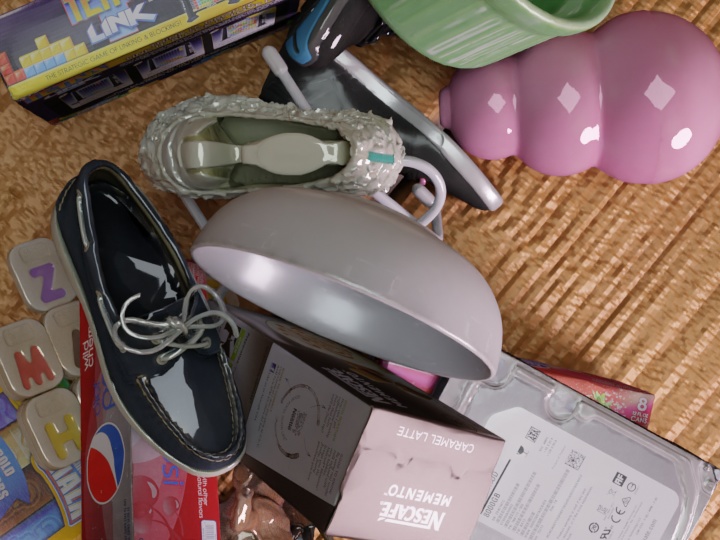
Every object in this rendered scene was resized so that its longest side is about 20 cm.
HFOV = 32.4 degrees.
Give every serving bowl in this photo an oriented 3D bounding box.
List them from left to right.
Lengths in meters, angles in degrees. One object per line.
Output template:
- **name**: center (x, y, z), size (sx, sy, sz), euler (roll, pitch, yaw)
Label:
- **serving bowl**: center (0.000, 0.000, 0.760), size (0.199, 0.200, 0.066), euler (24, 78, -5)

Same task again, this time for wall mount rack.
- **wall mount rack**: center (-0.044, -0.047, 0.854), size (0.200, 0.075, 0.174), euler (-37, 122, 25)

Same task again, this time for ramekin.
- **ramekin**: center (0.074, -0.233, 0.821), size (0.200, 0.098, 0.201), euler (21, 59, -39)

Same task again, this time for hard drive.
- **hard drive**: center (0.126, 0.148, 0.838), size (0.199, 0.038, 0.140), euler (29, 90, -5)

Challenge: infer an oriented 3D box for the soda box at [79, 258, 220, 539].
- **soda box**: center (-0.137, 0.091, 0.792), size (0.063, 0.070, 0.201), euler (12, 63, -37)

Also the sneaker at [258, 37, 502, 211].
- **sneaker**: center (0.005, -0.085, 0.910), size (0.200, 0.071, 0.099), euler (38, 95, -5)

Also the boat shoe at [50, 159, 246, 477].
- **boat shoe**: center (-0.121, 0.027, 0.741), size (0.075, 0.062, 0.201), euler (-18, 78, -29)

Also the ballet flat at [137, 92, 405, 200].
- **ballet flat**: center (-0.070, -0.078, 0.789), size (0.199, 0.072, 0.072), euler (1, 90, 26)

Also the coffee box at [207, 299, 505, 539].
- **coffee box**: center (-0.020, 0.095, 0.788), size (0.114, 0.200, 0.080), euler (18, 96, -37)

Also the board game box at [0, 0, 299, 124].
- **board game box**: center (-0.141, -0.168, 0.843), size (0.199, 0.165, 0.057), euler (-24, 92, -5)

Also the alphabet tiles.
- **alphabet tiles**: center (-0.154, 0.057, 0.853), size (0.200, 0.015, 0.196), euler (-22, 87, -45)

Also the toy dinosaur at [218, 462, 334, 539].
- **toy dinosaur**: center (-0.064, 0.201, 0.836), size (0.135, 0.086, 0.201), euler (22, 72, -44)

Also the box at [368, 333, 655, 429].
- **box**: center (0.098, 0.111, 0.901), size (0.199, 0.095, 0.100), euler (13, 90, -5)

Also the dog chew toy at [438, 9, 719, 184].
- **dog chew toy**: center (0.156, -0.122, 0.898), size (0.199, 0.125, 0.125), euler (-3, 91, 3)

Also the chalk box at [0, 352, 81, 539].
- **chalk box**: center (-0.244, 0.140, 0.838), size (0.200, 0.124, 0.124), euler (-34, 94, -37)

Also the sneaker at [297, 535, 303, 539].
- **sneaker**: center (-0.083, 0.213, 0.906), size (0.200, 0.074, 0.082), euler (45, 69, -7)

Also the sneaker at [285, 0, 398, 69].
- **sneaker**: center (0.025, -0.194, 0.873), size (0.082, 0.073, 0.200), euler (50, 55, -14)
